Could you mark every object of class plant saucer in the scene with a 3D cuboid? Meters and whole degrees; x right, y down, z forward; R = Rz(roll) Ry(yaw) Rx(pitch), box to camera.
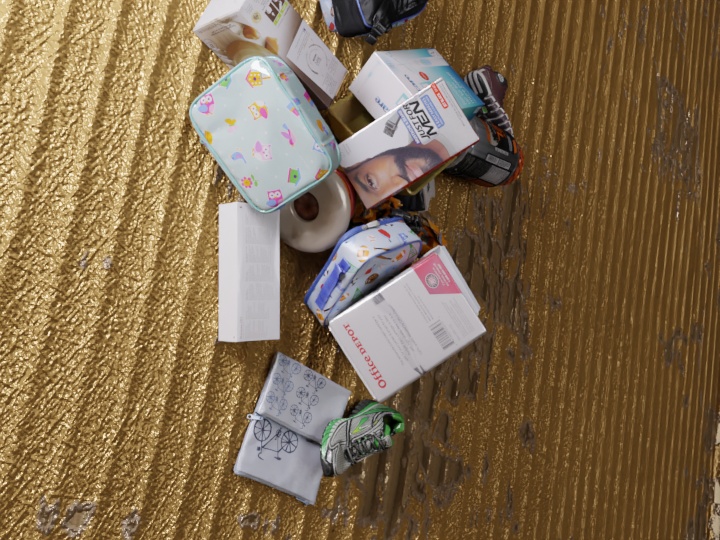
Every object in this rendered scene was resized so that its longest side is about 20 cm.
[{"bbox_3d":[0.050,-0.221,1.248,0.200,0.048,0.200,46,41,1],"label":"plant saucer"}]

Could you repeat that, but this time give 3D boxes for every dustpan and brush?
[{"bbox_3d":[0.086,0.067,1.189,0.200,0.057,0.140,-31,99,3],"label":"dustpan and brush"}]

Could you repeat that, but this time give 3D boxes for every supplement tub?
[{"bbox_3d":[0.233,-0.237,1.448,0.200,0.122,0.123,10,82,-46],"label":"supplement tub"}]

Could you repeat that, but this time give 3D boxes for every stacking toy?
[{"bbox_3d":[-0.049,-0.123,1.172,0.200,0.146,0.147,-38,117,-60],"label":"stacking toy"}]

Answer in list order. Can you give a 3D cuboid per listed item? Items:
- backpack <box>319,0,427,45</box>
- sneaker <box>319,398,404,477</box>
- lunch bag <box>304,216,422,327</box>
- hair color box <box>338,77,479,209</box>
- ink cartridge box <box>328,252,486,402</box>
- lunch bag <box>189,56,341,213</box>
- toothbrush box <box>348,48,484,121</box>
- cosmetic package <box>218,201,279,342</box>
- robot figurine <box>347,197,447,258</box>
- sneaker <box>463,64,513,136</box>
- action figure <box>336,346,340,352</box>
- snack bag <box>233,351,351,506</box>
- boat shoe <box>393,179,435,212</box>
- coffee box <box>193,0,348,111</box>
[{"bbox_3d":[0.022,-0.486,1.215,0.190,0.154,0.201,-25,113,-35],"label":"backpack"},{"bbox_3d":[0.003,0.274,1.199,0.200,0.085,0.078,-32,121,-51],"label":"sneaker"},{"bbox_3d":[0.000,0.000,1.155,0.160,0.200,0.076,-18,61,-42],"label":"lunch bag"},{"bbox_3d":[0.070,-0.192,1.116,0.111,0.200,0.064,58,12,-1],"label":"hair color box"},{"bbox_3d":[0.068,0.087,1.125,0.200,0.083,0.147,-33,88,-4],"label":"ink cartridge box"},{"bbox_3d":[-0.136,-0.191,1.023,0.200,0.160,0.077,56,23,-8],"label":"lunch bag"},{"bbox_3d":[0.099,-0.299,1.249,0.147,0.085,0.200,52,39,12],"label":"toothbrush box"},{"bbox_3d":[-0.166,0.003,1.077,0.082,0.051,0.201,2,87,-48],"label":"cosmetic package"},{"bbox_3d":[0.062,-0.068,1.261,0.200,0.145,0.058,33,55,-49],"label":"robot figurine"},{"bbox_3d":[0.296,-0.348,1.554,0.116,0.075,0.201,-45,119,-40],"label":"sneaker"},{"bbox_3d":[0.057,0.111,1.265,0.199,0.119,0.102,6,40,-13],"label":"action figure"},{"bbox_3d":[-0.104,0.255,1.157,0.188,0.021,0.201,38,63,-40],"label":"snack bag"},{"bbox_3d":[0.083,-0.154,1.332,0.200,0.092,0.075,-56,140,-69],"label":"boat shoe"},{"bbox_3d":[-0.129,-0.324,1.078,0.200,0.114,0.080,41,60,-37],"label":"coffee box"}]
